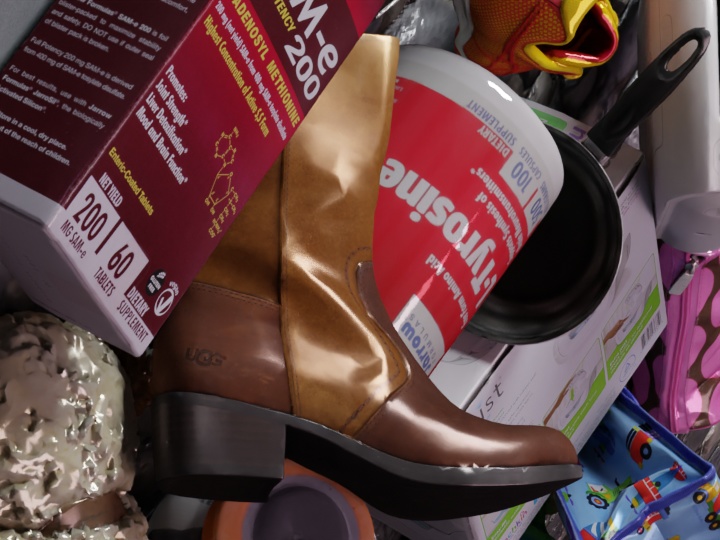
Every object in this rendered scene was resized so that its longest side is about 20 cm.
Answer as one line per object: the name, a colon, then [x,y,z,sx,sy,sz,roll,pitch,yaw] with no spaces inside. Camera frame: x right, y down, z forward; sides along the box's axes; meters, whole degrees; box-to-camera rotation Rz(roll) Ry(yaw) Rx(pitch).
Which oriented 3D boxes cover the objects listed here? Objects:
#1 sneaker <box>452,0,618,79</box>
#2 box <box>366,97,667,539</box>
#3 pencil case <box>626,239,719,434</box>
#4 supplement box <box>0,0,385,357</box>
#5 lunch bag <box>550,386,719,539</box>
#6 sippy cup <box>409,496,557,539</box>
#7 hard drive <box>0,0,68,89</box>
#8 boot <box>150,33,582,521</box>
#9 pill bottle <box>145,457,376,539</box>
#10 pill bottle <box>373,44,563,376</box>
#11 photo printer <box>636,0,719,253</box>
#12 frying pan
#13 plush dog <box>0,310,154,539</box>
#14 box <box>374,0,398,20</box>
sneaker: [0.091,-0.120,1.206,0.073,0.077,0.200,-54,173,5]
box: [0.078,0.039,1.336,0.200,0.096,0.177,-53,152,-21]
pencil case: [0.217,0.023,1.593,0.094,0.090,0.201,-88,175,-46]
supplement box: [-0.066,-0.080,0.922,0.200,0.061,0.109,-57,153,-16]
lunch bag: [0.150,0.133,1.462,0.094,0.200,0.151,-34,131,-3]
sippy cup: [0.081,0.231,1.495,0.178,0.140,0.130,-38,160,-6]
hard drive: [-0.114,-0.116,0.906,0.139,0.033,0.201,0,113,-62]
boot: [0.003,0.000,1.011,0.069,0.187,0.201,119,-26,-69]
pill bottle: [-0.054,0.141,1.083,0.106,0.106,0.200,-50,180,-25]
pill bottle: [0.000,0.000,1.135,0.200,0.112,0.112,-53,153,-21]
photo printer: [0.190,-0.104,1.323,0.200,0.069,0.167,64,25,-81]
frying pan: [0.093,-0.054,1.212,0.031,0.115,0.191,-18,131,-67]
plush dog: [-0.136,0.103,0.967,0.200,0.160,0.173,-14,103,-57]
box: [0.018,-0.218,1.041,0.160,0.049,0.201,-46,149,-37]
